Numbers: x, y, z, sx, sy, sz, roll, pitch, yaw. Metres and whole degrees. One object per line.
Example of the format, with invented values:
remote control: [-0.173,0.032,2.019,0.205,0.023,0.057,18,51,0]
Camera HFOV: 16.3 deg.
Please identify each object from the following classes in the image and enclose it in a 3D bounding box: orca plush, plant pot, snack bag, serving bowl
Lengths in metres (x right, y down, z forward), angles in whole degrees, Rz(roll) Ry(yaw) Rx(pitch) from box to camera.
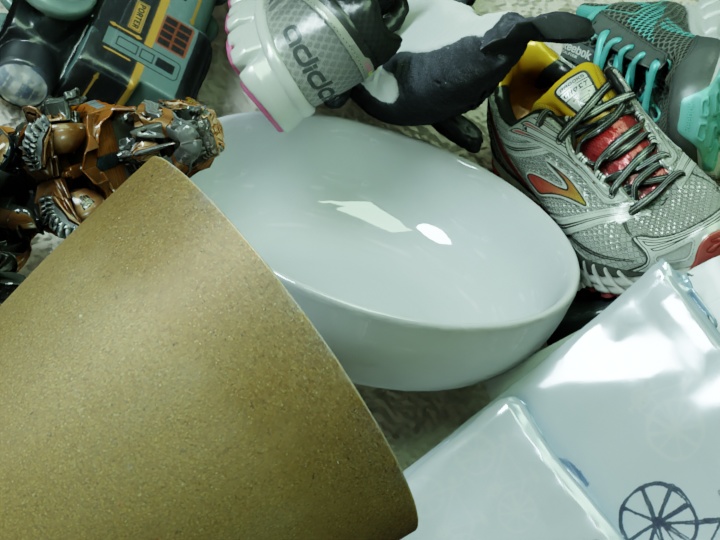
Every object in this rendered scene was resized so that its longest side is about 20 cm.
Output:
orca plush: [0.052,-0.097,1.252,0.105,0.199,0.071,-47,111,-30]
plant pot: [-0.110,0.087,1.016,0.199,0.187,0.187,-35,68,-10]
snack bag: [0.114,0.121,1.097,0.200,0.021,0.189,-38,65,2]
serving bowl: [0.000,0.000,1.183,0.199,0.066,0.200,14,25,-7]

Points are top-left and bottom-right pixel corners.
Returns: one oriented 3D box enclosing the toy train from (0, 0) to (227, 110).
toy train: [-0.122,-0.142,1.268,0.113,0.085,0.201,30,43,-14]

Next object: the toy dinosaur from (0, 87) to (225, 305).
toy dinosaur: [-0.161,-0.029,1.119,0.102,0.199,0.136,55,18,-2]

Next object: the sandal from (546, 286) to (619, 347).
sandal: [0.169,0.010,1.267,0.200,0.075,0.048,-25,100,-35]

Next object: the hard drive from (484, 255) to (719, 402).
hard drive: [0.148,0.109,1.126,0.027,0.131,0.201,35,30,-59]

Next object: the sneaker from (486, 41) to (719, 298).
sneaker: [0.114,-0.051,1.228,0.078,0.083,0.200,-29,35,-16]

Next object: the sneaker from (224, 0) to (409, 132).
sneaker: [-0.018,-0.148,1.256,0.087,0.074,0.201,-22,34,13]

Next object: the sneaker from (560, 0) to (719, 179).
sneaker: [0.149,-0.100,1.313,0.090,0.078,0.200,8,15,0]
